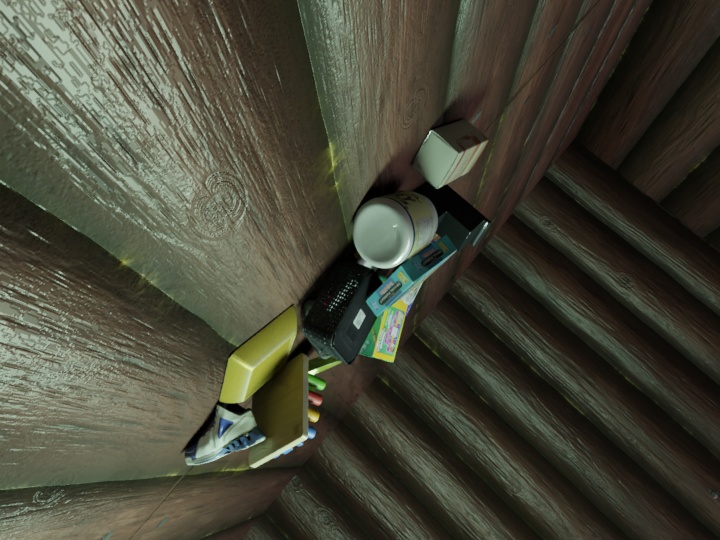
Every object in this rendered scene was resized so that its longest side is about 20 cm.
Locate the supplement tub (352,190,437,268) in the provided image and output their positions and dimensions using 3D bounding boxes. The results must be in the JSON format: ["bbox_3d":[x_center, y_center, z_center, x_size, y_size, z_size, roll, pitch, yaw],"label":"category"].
[{"bbox_3d":[0.083,-0.096,1.302,0.147,0.144,0.199,-56,165,27],"label":"supplement tub"}]

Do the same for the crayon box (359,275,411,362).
[{"bbox_3d":[0.063,0.129,1.551,0.118,0.057,0.207,24,79,-56],"label":"crayon box"}]

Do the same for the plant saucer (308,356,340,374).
[{"bbox_3d":[-0.141,0.269,1.622,0.194,0.032,0.200,-21,170,-4],"label":"plant saucer"}]

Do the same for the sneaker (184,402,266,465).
[{"bbox_3d":[-0.313,0.360,1.348,0.194,0.119,0.080,-23,170,15],"label":"sneaker"}]

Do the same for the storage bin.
[{"bbox_3d":[-0.033,0.094,1.366,0.204,0.092,0.136,-61,147,-18],"label":"storage bin"}]

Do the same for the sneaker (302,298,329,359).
[{"bbox_3d":[-0.115,0.136,1.432,0.075,0.079,0.204,-37,142,-22],"label":"sneaker"}]

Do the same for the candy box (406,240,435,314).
[{"bbox_3d":[0.170,0.016,1.921,0.203,0.075,0.171,-60,171,-28],"label":"candy box"}]

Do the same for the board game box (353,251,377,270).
[{"bbox_3d":[0.000,0.000,1.533,0.203,0.026,0.199,-58,165,25],"label":"board game box"}]

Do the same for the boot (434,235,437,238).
[{"bbox_3d":[0.182,-0.115,1.744,0.074,0.074,0.202,-7,138,-55],"label":"boot"}]

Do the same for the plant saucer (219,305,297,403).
[{"bbox_3d":[-0.216,0.199,1.307,0.199,0.048,0.203,-39,161,-40],"label":"plant saucer"}]

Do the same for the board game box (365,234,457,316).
[{"bbox_3d":[0.118,0.011,1.352,0.198,0.047,0.151,-33,170,-46],"label":"board game box"}]

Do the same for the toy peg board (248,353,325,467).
[{"bbox_3d":[-0.163,0.338,1.384,0.096,0.204,0.198,28,131,-35],"label":"toy peg board"}]

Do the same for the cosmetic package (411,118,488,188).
[{"bbox_3d":[0.212,-0.276,1.380,0.199,0.087,0.105,-33,159,-51],"label":"cosmetic package"}]

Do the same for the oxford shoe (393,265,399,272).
[{"bbox_3d":[0.149,-0.059,1.705,0.070,0.072,0.202,-10,146,-39],"label":"oxford shoe"}]

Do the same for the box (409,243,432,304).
[{"bbox_3d":[0.146,0.029,1.704,0.135,0.037,0.204,-29,149,-53],"label":"box"}]

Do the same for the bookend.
[{"bbox_3d":[0.204,-0.119,1.521,0.198,0.199,0.093,-36,162,-45],"label":"bookend"}]

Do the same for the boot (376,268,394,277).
[{"bbox_3d":[0.083,-0.009,1.602,0.202,0.063,0.188,-53,-168,21],"label":"boot"}]
